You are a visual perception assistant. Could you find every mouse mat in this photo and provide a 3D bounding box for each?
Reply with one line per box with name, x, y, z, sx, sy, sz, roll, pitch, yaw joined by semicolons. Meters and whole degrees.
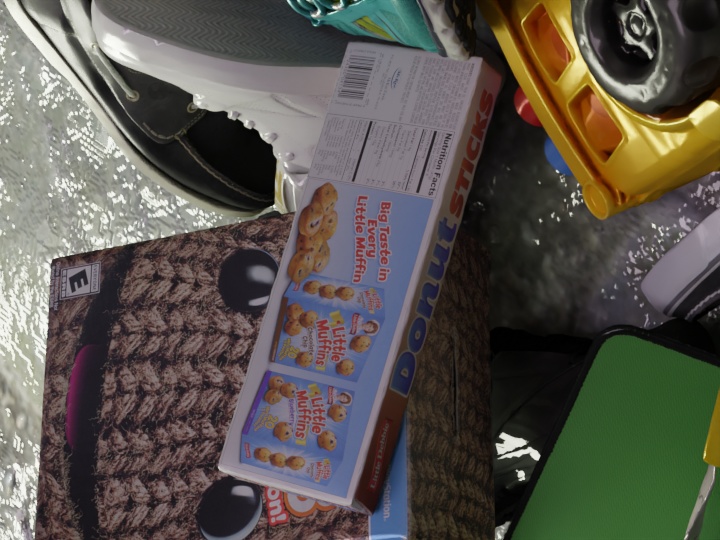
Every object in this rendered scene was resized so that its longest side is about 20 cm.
mouse mat;0.150;0.124;0.846;0.160;0.008;0.201;21;125;0

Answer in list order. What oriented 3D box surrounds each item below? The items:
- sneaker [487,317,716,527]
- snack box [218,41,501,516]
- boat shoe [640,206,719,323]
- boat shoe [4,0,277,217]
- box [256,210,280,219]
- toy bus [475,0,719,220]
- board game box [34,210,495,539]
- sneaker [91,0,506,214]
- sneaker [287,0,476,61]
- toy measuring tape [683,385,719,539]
sneaker;0.085;0.062;0.900;0.200;0.076;0.091;-35;71;40
snack box;0.000;0.000;0.806;0.072;0.024;0.201;11;79;31
boat shoe;0.196;-0.024;0.763;0.200;0.068;0.057;-41;77;41
boat shoe;-0.098;-0.099;0.955;0.067;0.072;0.200;-10;134;41
box;-0.022;0.067;0.997;0.050;0.075;0.201;-41;77;44
toy bus;0.110;-0.124;0.778;0.201;0.135;0.192;61;151;10
board game box;-0.044;0.067;0.881;0.199;0.097;0.161;-10;69;26
sneaker;-0.041;-0.070;0.899;0.074;0.199;0.116;-93;19;-49
sneaker;0.006;-0.123;0.790;0.200;0.079;0.078;-140;43;-84
toy measuring tape;0.178;0.072;0.764;0.073;0.073;0.201;29;127;32
